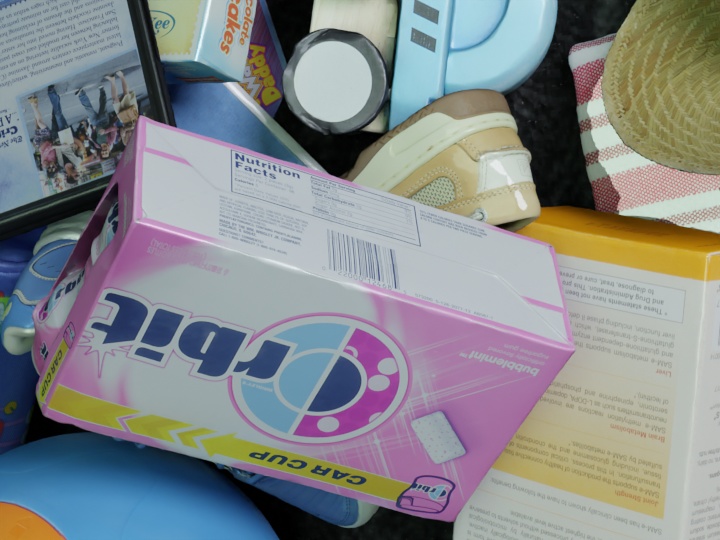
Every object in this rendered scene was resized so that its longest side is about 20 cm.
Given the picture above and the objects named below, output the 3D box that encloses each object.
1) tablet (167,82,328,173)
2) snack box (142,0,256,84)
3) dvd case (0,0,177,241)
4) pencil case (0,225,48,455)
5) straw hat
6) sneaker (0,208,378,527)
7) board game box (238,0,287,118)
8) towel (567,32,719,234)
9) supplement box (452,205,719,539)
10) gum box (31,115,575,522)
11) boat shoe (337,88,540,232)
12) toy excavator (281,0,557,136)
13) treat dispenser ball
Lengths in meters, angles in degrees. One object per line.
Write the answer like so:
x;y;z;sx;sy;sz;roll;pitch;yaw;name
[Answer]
-0.079;-0.023;0.887;0.200;0.014;0.130;44;106;-4;tablet
-0.131;-0.149;0.856;0.199;0.037;0.117;4;80;37;snack box
-0.164;-0.109;0.805;0.142;0.018;0.201;-18;67;8;dvd case
-0.198;0.058;0.894;0.077;0.087;0.201;7;118;-21;pencil case
0.209;-0.080;0.749;0.200;0.202;0.085;-27;125;16;straw hat
-0.078;0.059;0.814;0.200;0.077;0.076;37;139;-3;sneaker
-0.129;-0.127;0.906;0.157;0.039;0.201;-20;87;17;board game box
0.182;-0.023;0.824;0.145;0.030;0.202;-11;88;18;towel
0.113;0.079;0.794;0.125;0.073;0.202;13;102;42;supplement box
-0.028;0.023;0.731;0.199;0.066;0.114;17;128;-19;gum box
0.000;0.000;0.804;0.200;0.071;0.077;-37;71;40;boat shoe
0.074;-0.143;0.827;0.198;0.100;0.196;7;94;3;toy excavator
-0.125;0.177;0.833;0.199;0.201;0.203;1;92;17;treat dispenser ball
